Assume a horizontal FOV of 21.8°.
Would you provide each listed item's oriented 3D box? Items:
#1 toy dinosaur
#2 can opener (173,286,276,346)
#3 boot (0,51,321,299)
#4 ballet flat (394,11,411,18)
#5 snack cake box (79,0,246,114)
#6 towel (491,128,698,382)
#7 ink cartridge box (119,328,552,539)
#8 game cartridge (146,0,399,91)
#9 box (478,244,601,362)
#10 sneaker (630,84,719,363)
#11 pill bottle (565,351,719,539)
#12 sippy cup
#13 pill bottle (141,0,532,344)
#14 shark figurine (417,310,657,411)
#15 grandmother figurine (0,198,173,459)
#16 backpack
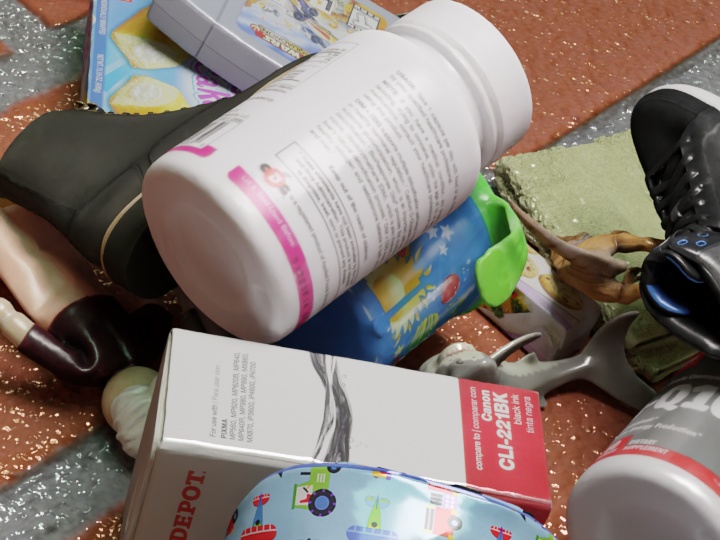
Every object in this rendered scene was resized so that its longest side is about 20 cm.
[{"bbox_3d":[0.143,-0.001,1.123,0.106,0.060,0.200,5,-3,7],"label":"toy dinosaur"},{"bbox_3d":[-0.093,0.027,1.066,0.066,0.053,0.200,-11,42,-25],"label":"can opener"},{"bbox_3d":[-0.109,-0.085,1.087,0.138,0.078,0.200,29,54,33],"label":"boot"},{"bbox_3d":[0.011,-0.160,1.348,0.200,0.046,0.067,-12,51,-30],"label":"ballet flat"},{"bbox_3d":[-0.126,-0.109,1.229,0.115,0.067,0.200,7,43,-12],"label":"snack cake box"},{"bbox_3d":[0.189,-0.015,1.268,0.148,0.037,0.200,-13,53,-30],"label":"towel"},{"bbox_3d":[-0.019,0.122,0.970,0.200,0.144,0.084,10,41,-11],"label":"ink cartridge box"},{"bbox_3d":[-0.038,-0.152,1.243,0.200,0.042,0.133,29,33,-10],"label":"game cartridge"},{"bbox_3d":[0.069,-0.017,1.225,0.041,0.039,0.200,-25,58,-41],"label":"box"},{"bbox_3d":[0.192,-0.031,1.075,0.112,0.073,0.200,-5,53,-38],"label":"sneaker"},{"bbox_3d":[0.215,0.110,1.091,0.114,0.114,0.200,35,44,16],"label":"pill bottle"},{"bbox_3d":[0.000,0.000,1.107,0.140,0.178,0.130,44,44,-2],"label":"sippy cup"},{"bbox_3d":[-0.008,-0.058,1.005,0.200,0.113,0.113,-36,65,-27],"label":"pill bottle"},{"bbox_3d":[0.088,0.087,1.116,0.214,0.128,0.090,-1,72,-53],"label":"shark figurine"},{"bbox_3d":[-0.160,0.029,1.082,0.121,0.061,0.200,-18,57,-37],"label":"grandmother figurine"},{"bbox_3d":[0.005,0.189,0.867,0.182,0.200,0.135,17,42,-4],"label":"backpack"}]
